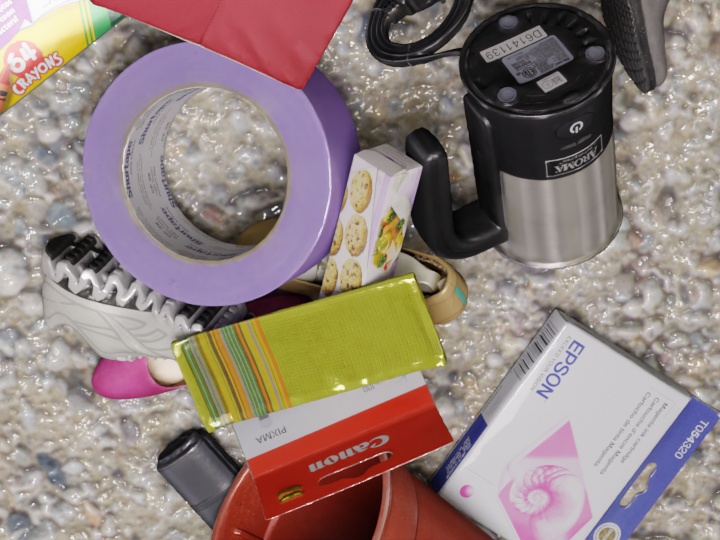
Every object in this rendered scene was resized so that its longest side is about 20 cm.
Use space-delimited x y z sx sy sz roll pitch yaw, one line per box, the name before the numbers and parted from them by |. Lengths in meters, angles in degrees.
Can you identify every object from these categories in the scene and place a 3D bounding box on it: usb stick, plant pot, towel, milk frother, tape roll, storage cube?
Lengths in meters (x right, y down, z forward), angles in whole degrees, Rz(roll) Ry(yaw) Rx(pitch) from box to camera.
usb stick | -0.100 0.218 1.542 0.055 0.033 0.200 -37 112 3
plant pot | 0.011 0.247 1.485 0.195 0.201 0.201 35 101 -37
towel | -0.040 0.064 1.358 0.199 0.018 0.086 -16 120 12
milk frother | 0.107 -0.128 1.410 0.180 0.200 0.188 -12 142 0
tape roll | -0.105 -0.077 1.362 0.199 0.085 0.201 3 100 16
storage cube | -0.076 -0.271 1.269 0.171 0.200 0.180 21 124 -17

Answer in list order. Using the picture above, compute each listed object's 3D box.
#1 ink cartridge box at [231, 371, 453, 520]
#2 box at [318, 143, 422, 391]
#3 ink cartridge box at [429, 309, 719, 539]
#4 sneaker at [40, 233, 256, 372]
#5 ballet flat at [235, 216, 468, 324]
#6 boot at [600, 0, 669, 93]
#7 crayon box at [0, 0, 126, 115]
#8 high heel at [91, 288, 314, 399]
ink cartridge box | -0.026 0.105 1.423 0.160 0.200 0.047 -22 115 -2
box | 0.000 0.000 1.358 0.039 0.041 0.200 -22 137 -45
ink cartridge box | 0.196 0.164 1.573 0.200 0.043 0.197 31 101 -18
sneaker | -0.167 0.041 1.423 0.200 0.075 0.081 23 117 13
ballet flat | -0.010 -0.010 1.422 0.199 0.063 0.069 13 74 12
boot | 0.259 -0.248 1.421 0.131 0.070 0.201 -18 116 -9
crayon box | -0.291 -0.214 1.334 0.200 0.058 0.173 -37 112 4
high heel | -0.124 0.070 1.449 0.199 0.096 0.068 -17 112 -4
